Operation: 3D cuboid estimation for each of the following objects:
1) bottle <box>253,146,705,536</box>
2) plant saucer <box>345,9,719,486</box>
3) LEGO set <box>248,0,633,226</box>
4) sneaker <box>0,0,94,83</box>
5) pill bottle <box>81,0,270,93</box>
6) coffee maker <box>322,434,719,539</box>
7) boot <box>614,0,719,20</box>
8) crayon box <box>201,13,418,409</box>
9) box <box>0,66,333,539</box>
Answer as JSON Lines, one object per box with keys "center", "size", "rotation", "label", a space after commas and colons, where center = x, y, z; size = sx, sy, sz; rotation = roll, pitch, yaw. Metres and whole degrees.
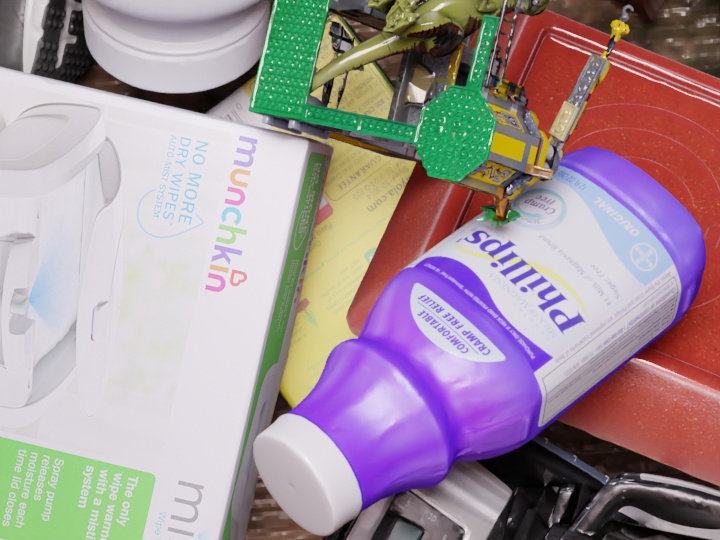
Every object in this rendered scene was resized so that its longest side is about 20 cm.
{"center": [0.046, 0.030, 1.001], "size": [0.200, 0.065, 0.084], "rotation": [-35, 61, -27], "label": "bottle"}
{"center": [0.120, -0.022, 1.110], "size": [0.199, 0.037, 0.200], "rotation": [22, 56, 4], "label": "plant saucer"}
{"center": [0.050, -0.114, 1.032], "size": [0.153, 0.116, 0.201], "rotation": [2, 83, 37], "label": "LEGO set"}
{"center": [-0.153, -0.179, 1.177], "size": [0.080, 0.074, 0.201], "rotation": [4, 85, 17], "label": "sneaker"}
{"center": [-0.075, -0.173, 1.031], "size": [0.112, 0.200, 0.112], "rotation": [2, 46, -2], "label": "pill bottle"}
{"center": [0.082, 0.147, 1.084], "size": [0.200, 0.192, 0.135], "rotation": [30, 73, 8], "label": "coffee maker"}
{"center": [0.209, -0.159, 1.144], "size": [0.200, 0.077, 0.156], "rotation": [31, 88, 13], "label": "boot"}
{"center": [0.000, 0.000, 1.165], "size": [0.127, 0.051, 0.200], "rotation": [-36, 87, 4], "label": "crayon box"}
{"center": [-0.120, 0.022, 1.103], "size": [0.176, 0.097, 0.201], "rotation": [14, 92, 6], "label": "box"}
